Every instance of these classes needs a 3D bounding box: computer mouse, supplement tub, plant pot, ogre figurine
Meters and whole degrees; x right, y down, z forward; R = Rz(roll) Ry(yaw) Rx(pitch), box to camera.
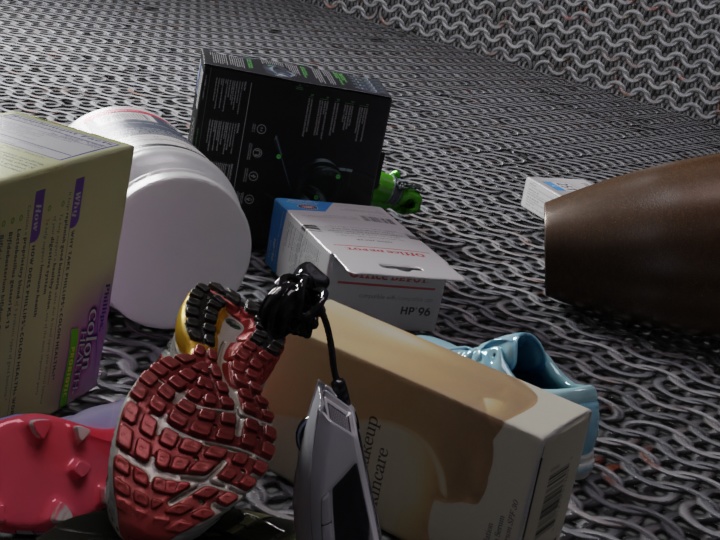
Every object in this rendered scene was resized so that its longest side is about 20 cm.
[{"bbox_3d":[-0.019,0.097,0.674,0.043,0.202,0.110,-11,7,-1],"label":"computer mouse"},{"bbox_3d":[-0.179,-0.046,1.083,0.139,0.142,0.200,3,19,-26],"label":"supplement tub"},{"bbox_3d":[0.280,-0.021,1.295,0.198,0.189,0.187,-2,15,8],"label":"plant pot"},{"bbox_3d":[-0.035,-0.109,1.471,0.200,0.098,0.120,43,14,33],"label":"ogre figurine"}]

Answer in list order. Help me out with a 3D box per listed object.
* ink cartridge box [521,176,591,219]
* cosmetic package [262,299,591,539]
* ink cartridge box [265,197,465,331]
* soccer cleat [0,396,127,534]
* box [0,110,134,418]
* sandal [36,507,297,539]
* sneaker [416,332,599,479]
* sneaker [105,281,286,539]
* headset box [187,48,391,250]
[{"bbox_3d":[0.324,-0.064,1.640,0.175,0.045,0.200,2,20,-26],"label":"ink cartridge box"},{"bbox_3d":[0.032,0.102,0.815,0.199,0.106,0.071,20,19,30],"label":"cosmetic package"},{"bbox_3d":[0.000,0.000,1.177,0.115,0.069,0.200,4,18,-23],"label":"ink cartridge box"},{"bbox_3d":[-0.160,0.108,0.764,0.199,0.067,0.076,-12,-1,-42],"label":"soccer cleat"},{"bbox_3d":[-0.238,0.008,0.808,0.096,0.178,0.200,17,18,15],"label":"box"},{"bbox_3d":[-0.088,0.156,0.658,0.079,0.058,0.201,14,1,28],"label":"sandal"},{"bbox_3d":[0.105,0.076,0.981,0.073,0.083,0.199,-4,23,-43],"label":"sneaker"},{"bbox_3d":[-0.087,0.086,0.686,0.077,0.083,0.200,28,23,-4],"label":"sneaker"},{"bbox_3d":[-0.072,-0.112,1.304,0.198,0.176,0.093,7,18,-11],"label":"headset box"}]
